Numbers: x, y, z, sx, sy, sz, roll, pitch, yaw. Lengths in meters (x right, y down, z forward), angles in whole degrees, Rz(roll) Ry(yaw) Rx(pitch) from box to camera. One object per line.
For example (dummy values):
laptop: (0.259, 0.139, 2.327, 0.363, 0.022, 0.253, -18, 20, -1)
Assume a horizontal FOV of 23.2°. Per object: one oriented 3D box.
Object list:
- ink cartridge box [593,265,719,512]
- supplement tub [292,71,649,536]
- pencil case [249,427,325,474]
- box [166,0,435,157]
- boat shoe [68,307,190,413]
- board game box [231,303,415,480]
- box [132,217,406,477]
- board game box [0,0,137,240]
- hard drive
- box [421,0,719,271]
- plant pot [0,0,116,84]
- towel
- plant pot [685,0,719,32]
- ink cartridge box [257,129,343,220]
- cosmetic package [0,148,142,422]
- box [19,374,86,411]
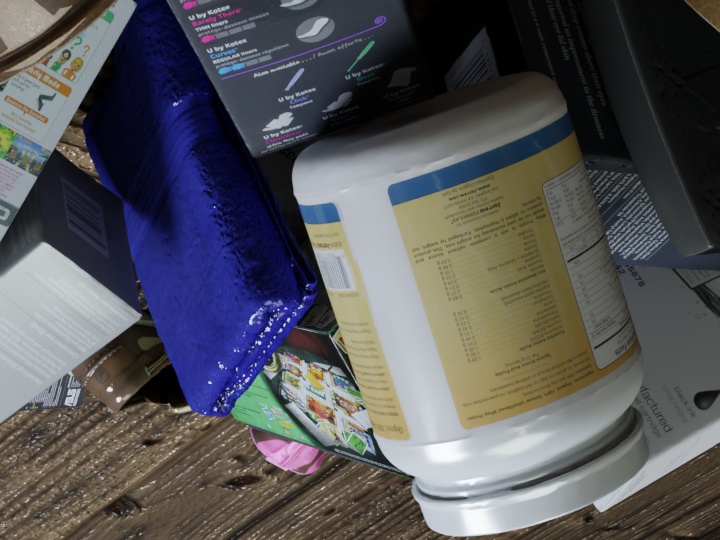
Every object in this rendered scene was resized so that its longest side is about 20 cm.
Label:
ink cartridge box: (0.200, 0.036, 1.111, 0.199, 0.147, 0.085, -27, 162, -21)
supplement tub: (0.059, 0.016, 0.884, 0.143, 0.202, 0.145, -18, -171, 3)
pencil case: (0.002, 0.085, 1.331, 0.090, 0.094, 0.199, 33, 128, -30)
box: (-0.042, -0.165, 0.841, 0.105, 0.123, 0.200, -18, 152, 5)
boat shoe: (-0.133, 0.067, 1.193, 0.075, 0.075, 0.202, -46, 164, 18)
board game box: (-0.042, 0.058, 1.015, 0.023, 0.199, 0.105, -43, 117, -22)
box: (-0.048, 0.039, 1.087, 0.048, 0.199, 0.159, -43, 116, -22)
board game box: (-0.220, -0.085, 0.849, 0.147, 0.064, 0.201, 31, 92, -50)
hard drive: (0.191, -0.103, 0.960, 0.134, 0.202, 0.042, -6, 161, -34)
box: (0.149, -0.091, 1.031, 0.198, 0.149, 0.104, 5, 146, -30)
plant pot: (-0.192, -0.200, 0.658, 0.198, 0.202, 0.198, -22, 143, 15)
towel: (-0.090, -0.036, 0.968, 0.049, 0.202, 0.148, -12, 157, -27)
plant pot: (0.265, -0.213, 0.863, 0.185, 0.187, 0.201, 5, 133, -31)
ink cartridge box: (0.000, 0.000, 1.112, 0.084, 0.145, 0.201, -42, 159, -22)
cosmetic package: (-0.224, 0.028, 0.962, 0.199, 0.107, 0.090, -37, 131, 17)
box: (-0.251, 0.030, 1.166, 0.156, 0.050, 0.201, -3, 149, -19)
